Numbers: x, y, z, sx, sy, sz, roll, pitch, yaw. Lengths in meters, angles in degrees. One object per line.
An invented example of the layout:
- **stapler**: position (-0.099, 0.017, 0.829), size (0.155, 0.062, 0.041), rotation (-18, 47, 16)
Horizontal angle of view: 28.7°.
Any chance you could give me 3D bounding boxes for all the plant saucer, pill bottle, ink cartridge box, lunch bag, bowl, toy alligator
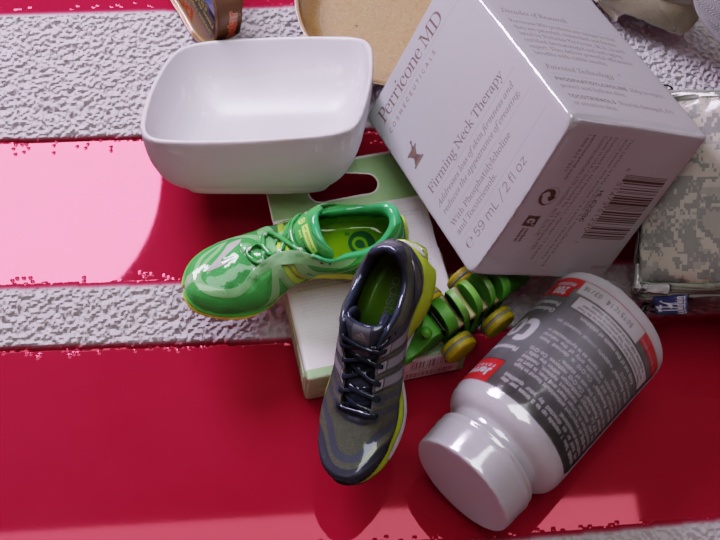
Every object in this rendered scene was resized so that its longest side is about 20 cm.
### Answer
- **plant saucer**: position (0.034, -0.253, 1.371), size (0.197, 0.036, 0.203), rotation (1, 62, -3)
- **pill bottle**: position (0.145, 0.106, 1.146), size (0.114, 0.114, 0.200), rotation (40, 66, 16)
- **ink cartridge box**: position (0.000, 0.000, 1.228), size (0.143, 0.048, 0.202), rotation (-10, 63, -9)
- **lunch bag**: position (0.319, -0.060, 1.214), size (0.165, 0.139, 0.203), rotation (2, 86, 8)
- **bowl**: position (-0.086, -0.133, 1.242), size (0.196, 0.075, 0.201), rotation (-1, 35, 6)
- **toy alligator**: position (0.063, 0.043, 1.157), size (0.199, 0.054, 0.060), rotation (-31, 70, -18)

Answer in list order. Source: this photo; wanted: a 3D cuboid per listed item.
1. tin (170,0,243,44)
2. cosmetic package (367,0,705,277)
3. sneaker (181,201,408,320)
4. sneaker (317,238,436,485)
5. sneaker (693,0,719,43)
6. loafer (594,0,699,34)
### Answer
- **tin**: position (-0.169, -0.304, 1.343), size (0.041, 0.112, 0.201), rotation (-21, 66, -25)
- **cosmetic package**: position (0.143, -0.122, 1.187), size (0.165, 0.168, 0.201), rotation (1, 43, -38)
- **sneaker**: position (-0.055, -0.020, 1.162), size (0.197, 0.084, 0.075), rotation (-17, 66, -11)
- **sneaker**: position (0.003, 0.067, 1.099), size (0.073, 0.081, 0.203), rotation (9, 82, 18)
- **sneaker**: position (0.414, -0.238, 1.316), size (0.199, 0.074, 0.116), rotation (33, 54, 6)
- **loafer**: position (0.253, -0.286, 1.388), size (0.199, 0.069, 0.075), rotation (31, 52, 30)
